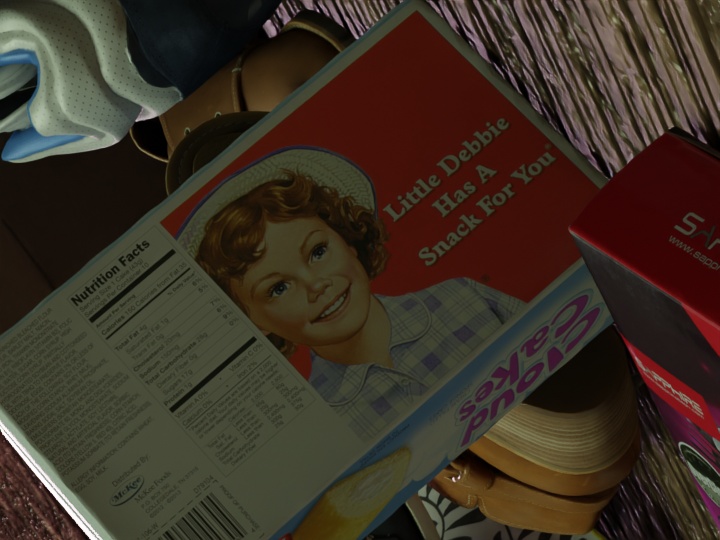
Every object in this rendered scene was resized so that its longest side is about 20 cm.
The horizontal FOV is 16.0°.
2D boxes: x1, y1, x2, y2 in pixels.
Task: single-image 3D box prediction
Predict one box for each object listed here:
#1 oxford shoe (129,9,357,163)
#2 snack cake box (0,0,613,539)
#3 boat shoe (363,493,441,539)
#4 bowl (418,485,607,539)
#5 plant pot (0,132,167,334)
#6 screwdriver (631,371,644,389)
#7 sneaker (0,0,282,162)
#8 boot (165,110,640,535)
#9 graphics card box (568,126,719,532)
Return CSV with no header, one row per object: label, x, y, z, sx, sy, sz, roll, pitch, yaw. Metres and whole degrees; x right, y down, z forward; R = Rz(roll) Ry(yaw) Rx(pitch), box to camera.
oxford shoe,-0.037,-0.057,1.020,0.072,0.071,0.200,57,162,-16
snack cake box,-0.016,0.019,0.848,0.115,0.200,0.067,46,168,23
boat shoe,-0.004,0.135,1.041,0.074,0.066,0.200,6,128,52
bowl,0.065,0.157,1.151,0.200,0.094,0.201,38,172,6
plant pot,-0.144,-0.046,1.203,0.200,0.174,0.200,48,168,14
screwdriver,0.086,0.062,1.037,0.029,0.028,0.200,21,164,2
sneaker,-0.109,-0.109,0.942,0.200,0.146,0.081,33,159,55
boot,0.015,0.031,0.977,0.199,0.074,0.155,34,163,16
graphics card box,0.145,0.063,0.752,0.125,0.051,0.200,37,163,50
